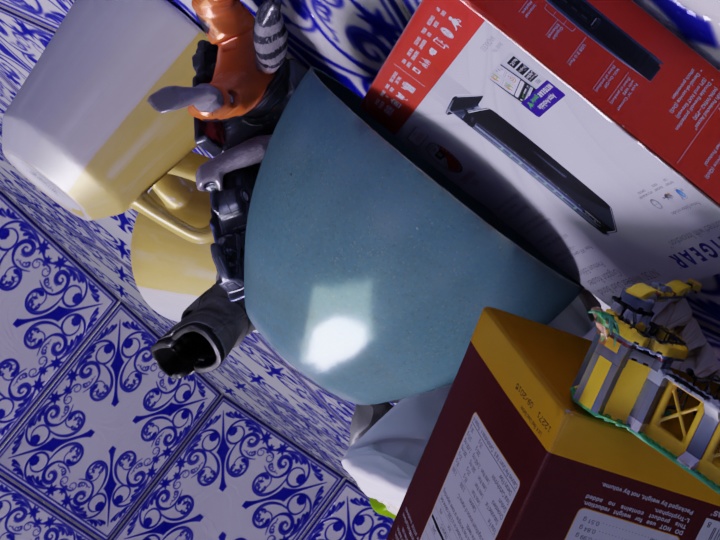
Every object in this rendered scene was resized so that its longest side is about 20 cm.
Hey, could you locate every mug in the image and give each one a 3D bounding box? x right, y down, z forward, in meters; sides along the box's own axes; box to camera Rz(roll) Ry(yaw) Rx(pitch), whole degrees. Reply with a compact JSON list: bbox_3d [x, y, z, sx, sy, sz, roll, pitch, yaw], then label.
[{"bbox_3d":[-0.176,-0.114,1.011,0.186,0.153,0.150,31,166,27],"label":"mug"},{"bbox_3d":[-0.107,-0.014,1.161,0.153,0.150,0.186,16,-177,41],"label":"mug"}]

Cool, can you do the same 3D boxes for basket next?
[{"bbox_3d":[0.113,0.101,0.804,0.124,0.200,0.135,53,163,-15],"label":"basket"}]

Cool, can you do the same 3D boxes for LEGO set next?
[{"bbox_3d":[0.198,0.034,0.557,0.200,0.116,0.154,14,-164,-33],"label":"LEGO set"}]

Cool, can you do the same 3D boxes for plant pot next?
[{"bbox_3d":[0.009,-0.003,0.777,0.200,0.135,0.200,38,-171,-7],"label":"plant pot"}]

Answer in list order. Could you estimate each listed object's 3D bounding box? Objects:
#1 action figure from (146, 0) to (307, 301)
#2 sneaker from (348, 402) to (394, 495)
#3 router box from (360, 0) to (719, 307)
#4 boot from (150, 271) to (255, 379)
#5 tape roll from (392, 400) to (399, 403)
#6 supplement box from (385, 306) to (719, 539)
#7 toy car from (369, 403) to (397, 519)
[{"bbox_3d":[-0.062,-0.091,0.838,0.104,0.201,0.193,-14,157,14],"label":"action figure"},{"bbox_3d":[0.056,0.154,1.027,0.079,0.076,0.200,-6,145,27],"label":"sneaker"},{"bbox_3d":[0.098,-0.066,0.636,0.179,0.049,0.200,38,168,-2],"label":"router box"},{"bbox_3d":[-0.102,0.028,0.967,0.068,0.131,0.200,54,157,-5],"label":"boot"},{"bbox_3d":[0.000,0.000,0.994,0.202,0.071,0.203,41,154,25],"label":"tape roll"},{"bbox_3d":[0.125,0.157,0.656,0.197,0.201,0.133,19,-166,-15],"label":"supplement box"},{"bbox_3d":[0.131,0.180,1.155,0.164,0.158,0.200,21,173,-24],"label":"toy car"}]
